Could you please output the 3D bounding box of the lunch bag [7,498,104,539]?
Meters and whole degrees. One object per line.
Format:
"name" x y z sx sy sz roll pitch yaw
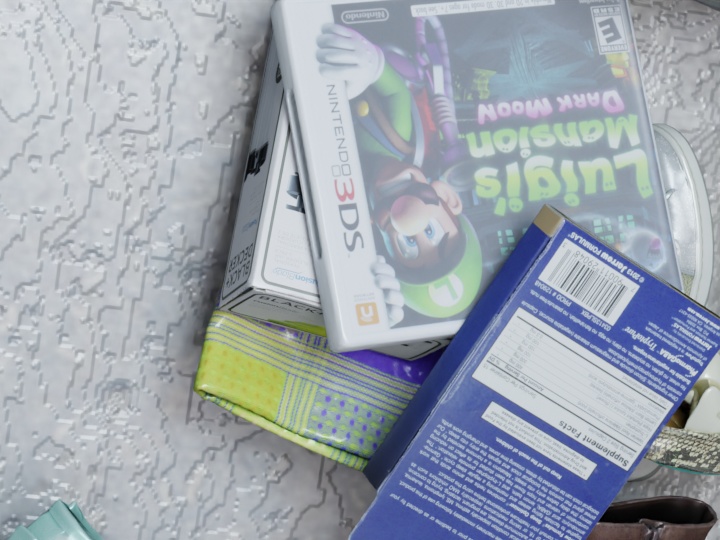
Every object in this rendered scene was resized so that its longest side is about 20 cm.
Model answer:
"lunch bag" -0.162 0.239 1.546 0.170 0.122 0.200 -40 113 -4

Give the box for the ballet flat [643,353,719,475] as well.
"ballet flat" 0.145 0.063 1.544 0.199 0.068 0.075 11 138 -17

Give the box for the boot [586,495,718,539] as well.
"boot" 0.093 0.197 1.609 0.199 0.072 0.167 -3 123 -29

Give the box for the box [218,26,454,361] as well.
"box" 0.002 -0.065 1.526 0.116 0.060 0.201 14 73 -18

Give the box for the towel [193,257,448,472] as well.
"towel" 0.000 0.000 1.556 0.143 0.023 0.201 25 70 -15

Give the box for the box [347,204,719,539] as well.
"box" 0.086 0.080 1.482 0.121 0.032 0.200 32 95 -26

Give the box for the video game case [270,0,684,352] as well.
"video game case" 0.062 -0.059 1.503 0.199 0.023 0.183 -7 82 -24

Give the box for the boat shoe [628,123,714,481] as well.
"boat shoe" 0.143 0.019 1.607 0.064 0.074 0.203 0 108 -32

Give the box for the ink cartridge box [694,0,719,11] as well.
"ink cartridge box" 0.192 -0.180 1.513 0.199 0.144 0.085 14 97 -43
